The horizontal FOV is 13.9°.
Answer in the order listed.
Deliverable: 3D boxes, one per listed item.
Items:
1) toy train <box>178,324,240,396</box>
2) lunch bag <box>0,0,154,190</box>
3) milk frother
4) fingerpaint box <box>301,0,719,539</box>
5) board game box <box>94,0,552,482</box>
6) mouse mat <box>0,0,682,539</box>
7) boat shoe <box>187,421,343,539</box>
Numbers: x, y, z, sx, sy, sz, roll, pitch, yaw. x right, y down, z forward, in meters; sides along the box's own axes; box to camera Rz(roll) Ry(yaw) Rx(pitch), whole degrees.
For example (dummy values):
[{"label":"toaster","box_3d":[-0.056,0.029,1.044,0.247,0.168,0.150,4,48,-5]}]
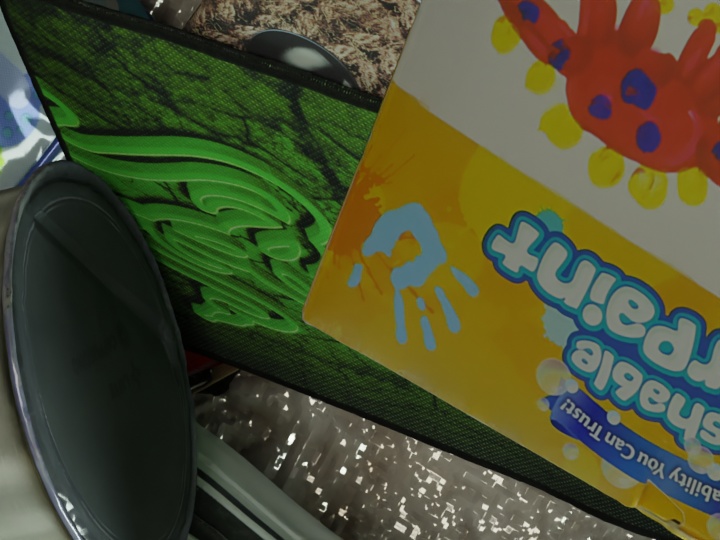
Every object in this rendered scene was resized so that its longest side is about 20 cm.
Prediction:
[{"label":"toy train","box_3d":[-0.047,0.020,0.905,0.200,0.046,0.034,-28,86,17]},{"label":"lunch bag","box_3d":[-0.162,-0.037,0.915,0.161,0.082,0.200,43,104,16]},{"label":"milk frother","box_3d":[-0.149,0.093,0.790,0.187,0.180,0.201,-13,98,18]},{"label":"fingerpaint box","box_3d":[0.111,-0.021,0.550,0.200,0.073,0.167,29,111,21]},{"label":"board game box","box_3d":[0.042,-0.050,0.768,0.159,0.200,0.097,37,64,-4]},{"label":"mouse mat","box_3d":[0.000,0.000,0.783,0.199,0.161,0.008,21,61,28]},{"label":"boat shoe","box_3d":[-0.051,0.096,0.848,0.200,0.071,0.072,26,122,21]}]
